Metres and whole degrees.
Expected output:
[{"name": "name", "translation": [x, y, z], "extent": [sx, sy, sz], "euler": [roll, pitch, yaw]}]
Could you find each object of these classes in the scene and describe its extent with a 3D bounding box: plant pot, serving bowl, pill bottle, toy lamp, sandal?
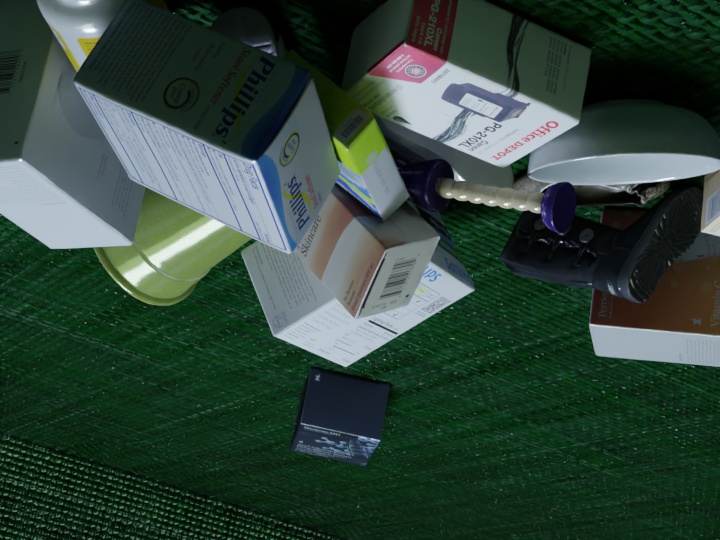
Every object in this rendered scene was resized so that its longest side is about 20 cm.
[{"name": "plant pot", "translation": [-0.191, -0.084, 1.674], "extent": [0.188, 0.202, 0.199], "euler": [-22, 144, 33]}, {"name": "serving bowl", "translation": [0.266, -0.132, 1.429], "extent": [0.197, 0.067, 0.200], "euler": [-1, 174, 0]}, {"name": "pill bottle", "translation": [-0.243, -0.251, 1.344], "extent": [0.110, 0.113, 0.200], "euler": [6, 159, 11]}, {"name": "toy lamp", "translation": [0.125, -0.080, 1.459], "extent": [0.198, 0.059, 0.058], "euler": [13, 163, 35]}, {"name": "sandal", "translation": [-0.103, -0.191, 1.465], "extent": [0.078, 0.060, 0.208], "euler": [5, 133, 19]}]

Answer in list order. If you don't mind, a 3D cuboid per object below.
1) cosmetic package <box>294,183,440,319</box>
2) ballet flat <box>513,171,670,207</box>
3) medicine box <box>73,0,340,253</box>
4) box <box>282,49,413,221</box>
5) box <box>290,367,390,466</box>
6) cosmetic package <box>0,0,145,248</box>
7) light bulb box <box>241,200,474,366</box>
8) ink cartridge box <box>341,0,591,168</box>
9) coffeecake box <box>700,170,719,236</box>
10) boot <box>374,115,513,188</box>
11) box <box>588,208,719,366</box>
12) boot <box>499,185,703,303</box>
[{"name": "cosmetic package", "translation": [-0.019, -0.055, 1.532], "extent": [0.087, 0.200, 0.104], "euler": [-12, 137, -41]}, {"name": "ballet flat", "translation": [0.256, -0.089, 1.600], "extent": [0.198, 0.047, 0.067], "euler": [-4, 154, 33]}, {"name": "medicine box", "translation": [-0.136, -0.131, 1.303], "extent": [0.198, 0.104, 0.183], "euler": [24, 161, 17]}, {"name": "box", "translation": [-0.018, -0.127, 1.418], "extent": [0.122, 0.048, 0.200], "euler": [41, 172, 23]}, {"name": "box", "translation": [-0.038, 0.265, 2.539], "extent": [0.146, 0.108, 0.200], "euler": [12, 158, -3]}, {"name": "cosmetic package", "translation": [-0.319, -0.155, 1.495], "extent": [0.121, 0.202, 0.200], "euler": [-2, 155, 28]}, {"name": "light bulb box", "translation": [0.000, 0.000, 1.691], "extent": [0.199, 0.126, 0.198], "euler": [-31, 155, 15]}, {"name": "ink cartridge box", "translation": [0.101, -0.189, 1.370], "extent": [0.198, 0.085, 0.144], "euler": [20, 158, -21]}, {"name": "coffeecake box", "translation": [0.483, -0.076, 1.490], "extent": [0.197, 0.074, 0.154], "euler": [13, 157, -8]}, {"name": "boot", "translation": [0.072, -0.135, 1.558], "extent": [0.199, 0.073, 0.090], "euler": [32, 156, -25]}, {"name": "box", "translation": [0.379, 0.022, 1.674], "extent": [0.197, 0.154, 0.107], "euler": [4, 159, 15]}, {"name": "boot", "translation": [0.278, -0.046, 1.635], "extent": [0.199, 0.165, 0.066], "euler": [13, 142, 51]}]
